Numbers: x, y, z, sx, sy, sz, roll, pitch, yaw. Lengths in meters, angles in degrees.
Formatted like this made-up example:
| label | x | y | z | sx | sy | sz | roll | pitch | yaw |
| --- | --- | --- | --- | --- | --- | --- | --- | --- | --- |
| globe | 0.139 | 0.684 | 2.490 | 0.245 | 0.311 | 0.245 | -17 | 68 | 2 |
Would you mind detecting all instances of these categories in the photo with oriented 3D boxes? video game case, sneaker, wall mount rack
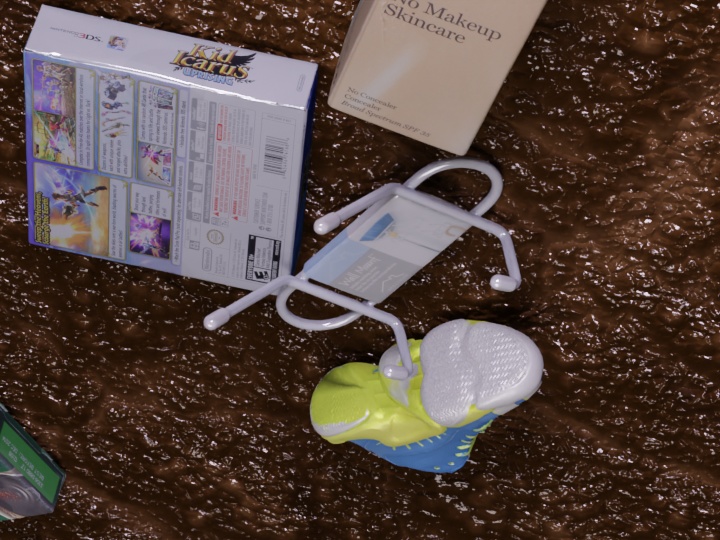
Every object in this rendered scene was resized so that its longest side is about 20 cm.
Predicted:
| label | x | y | z | sx | sy | sz | roll | pitch | yaw |
| --- | --- | --- | --- | --- | --- | --- | --- | --- | --- |
| video game case | -0.124 | -0.075 | 1.797 | 0.181 | 0.046 | 0.200 | 11 | 143 | 3 |
| sneaker | 0.065 | 0.091 | 1.932 | 0.200 | 0.076 | 0.105 | -11 | 148 | 41 |
| wall mount rack | 0.000 | 0.000 | 1.783 | 0.173 | 0.075 | 0.200 | 19 | 135 | -35 |

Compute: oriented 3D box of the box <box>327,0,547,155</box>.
| label | x | y | z | sx | sy | sz | roll | pitch | yaw |
| --- | --- | --- | --- | --- | --- | --- | --- | --- | --- |
| box | 0.056 | -0.164 | 1.590 | 0.095 | 0.078 | 0.200 | 20 | 143 | -4 |

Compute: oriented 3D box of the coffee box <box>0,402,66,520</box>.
| label | x | y | z | sx | sy | sz | roll | pitch | yaw |
| --- | --- | --- | --- | --- | --- | --- | --- | --- | --- |
| coffee box | -0.343 | 0.153 | 2.168 | 0.199 | 0.044 | 0.123 | -10 | 137 | 29 |
